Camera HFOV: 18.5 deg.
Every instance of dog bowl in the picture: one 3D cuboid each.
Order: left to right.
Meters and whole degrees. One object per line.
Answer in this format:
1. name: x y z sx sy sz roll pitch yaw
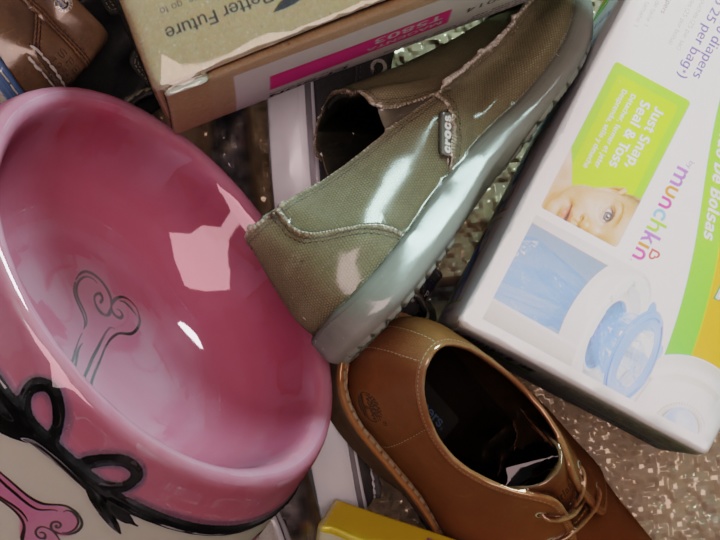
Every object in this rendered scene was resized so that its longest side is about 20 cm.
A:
1. dog bowl: -0.092 0.022 0.793 0.074 0.200 0.201 -36 90 28

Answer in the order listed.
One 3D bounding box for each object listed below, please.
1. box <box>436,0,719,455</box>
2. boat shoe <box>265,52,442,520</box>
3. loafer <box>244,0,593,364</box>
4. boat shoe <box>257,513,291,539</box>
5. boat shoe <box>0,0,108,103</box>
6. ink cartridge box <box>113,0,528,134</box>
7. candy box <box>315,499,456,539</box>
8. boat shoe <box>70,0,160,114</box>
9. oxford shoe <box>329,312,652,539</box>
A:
1. box: 0.126 -0.040 0.886 0.112 0.101 0.201 27 86 -2
2. boat shoe: 0.000 0.000 0.898 0.066 0.070 0.202 -6 80 -2
3. loafer: 0.024 -0.056 0.841 0.070 0.075 0.200 38 54 -4
4. boat shoe: -0.098 0.067 0.882 0.071 0.070 0.200 -38 89 -4
5. boat shoe: -0.169 -0.145 0.880 0.072 0.072 0.201 -33 78 -7
6. ink cartridge box: -0.009 -0.164 0.817 0.199 0.075 0.166 -20 82 -5
7. candy box: 0.072 0.163 0.861 0.199 0.026 0.103 17 125 12
8. boat shoe: -0.078 -0.111 0.895 0.199 0.068 0.072 -33 91 -3
9. oxford shoe: 0.068 0.092 0.866 0.200 0.071 0.072 43 69 -27
